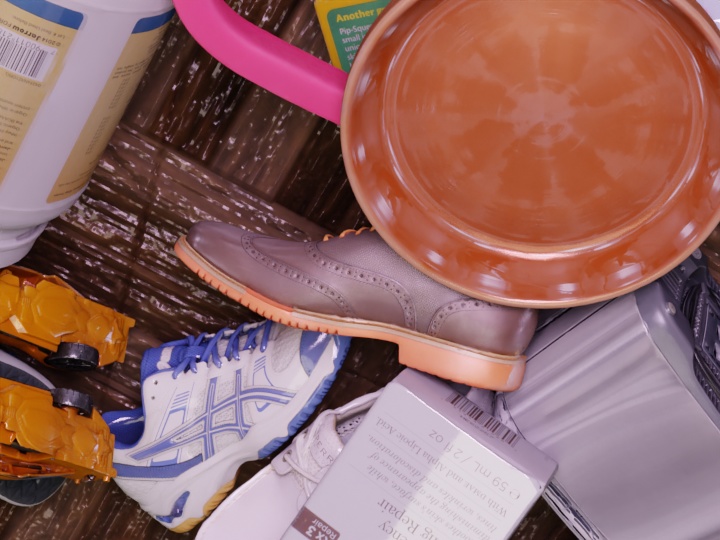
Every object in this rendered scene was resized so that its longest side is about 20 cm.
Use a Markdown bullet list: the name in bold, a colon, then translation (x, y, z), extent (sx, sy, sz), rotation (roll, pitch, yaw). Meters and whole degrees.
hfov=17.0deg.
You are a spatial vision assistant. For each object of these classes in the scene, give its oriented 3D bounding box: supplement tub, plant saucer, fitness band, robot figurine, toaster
- **supplement tub**: translation (-0.187, -0.114, 1.248), extent (0.144, 0.145, 0.200), rotation (28, 120, -6)
- **plant saucer**: translation (0.090, -0.072, 1.188), extent (0.200, 0.032, 0.201), rotation (2, 123, 3)
- **fitness band**: translation (-0.001, -0.144, 1.184), extent (0.200, 0.037, 0.144), rotation (26, 118, -22)
- **robot figurine**: translation (-0.213, 0.049, 1.318), extent (0.058, 0.145, 0.200), rotation (-12, 155, 41)
- **toaster**: translation (0.165, 0.083, 1.320), extent (0.129, 0.114, 0.200), rotation (-31, 111, 28)

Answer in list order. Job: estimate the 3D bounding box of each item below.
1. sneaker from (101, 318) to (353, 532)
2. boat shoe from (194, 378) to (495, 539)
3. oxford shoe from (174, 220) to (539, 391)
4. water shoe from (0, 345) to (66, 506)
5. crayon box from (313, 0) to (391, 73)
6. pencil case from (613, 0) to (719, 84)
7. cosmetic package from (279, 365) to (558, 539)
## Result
- **sneaker**: translation (-0.081, 0.067, 1.374), extent (0.088, 0.075, 0.200), rotation (39, 117, -10)
- **boat shoe**: translation (-0.013, 0.109, 1.343), extent (0.200, 0.071, 0.069), rotation (-34, 149, -9)
- **oxford shoe**: translation (0.000, 0.000, 1.280), extent (0.200, 0.071, 0.073), rotation (18, 101, 7)
- **water shoe**: translation (-0.239, 0.060, 1.408), extent (0.072, 0.079, 0.200), rotation (-46, 131, -10)
- **crayon box**: translation (0.056, -0.102, 1.267), extent (0.125, 0.052, 0.200), rotation (-10, 118, 15)
- **pencil case**: translation (0.213, -0.125, 1.209), extent (0.199, 0.083, 0.091), rotation (-3, 163, 11)
- **cosmetic package**: translation (0.008, 0.158, 1.274), extent (0.102, 0.074, 0.200), rotation (34, 101, 7)
